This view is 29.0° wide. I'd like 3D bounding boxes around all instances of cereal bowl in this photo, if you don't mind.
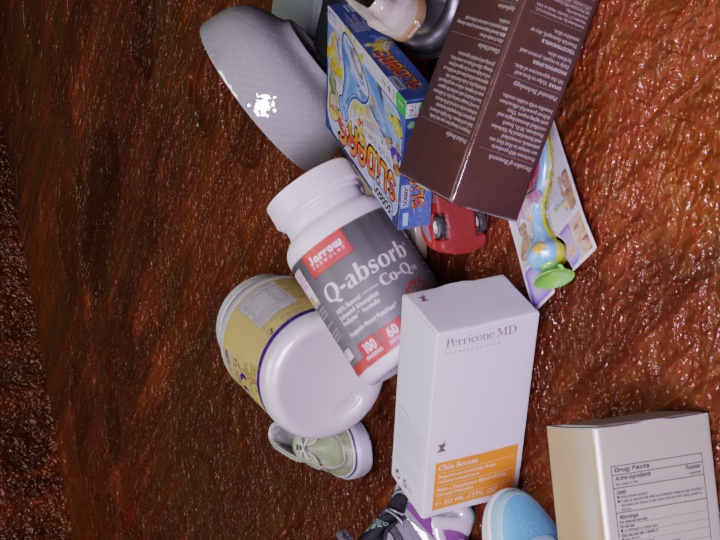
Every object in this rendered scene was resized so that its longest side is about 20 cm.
[{"bbox_3d":[-0.079,-0.207,1.493,0.083,0.200,0.200,-37,48,12],"label":"cereal bowl"}]

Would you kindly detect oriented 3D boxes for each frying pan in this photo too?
[{"bbox_3d":[0.036,-0.272,1.327,0.190,0.031,0.115,29,111,38],"label":"frying pan"}]

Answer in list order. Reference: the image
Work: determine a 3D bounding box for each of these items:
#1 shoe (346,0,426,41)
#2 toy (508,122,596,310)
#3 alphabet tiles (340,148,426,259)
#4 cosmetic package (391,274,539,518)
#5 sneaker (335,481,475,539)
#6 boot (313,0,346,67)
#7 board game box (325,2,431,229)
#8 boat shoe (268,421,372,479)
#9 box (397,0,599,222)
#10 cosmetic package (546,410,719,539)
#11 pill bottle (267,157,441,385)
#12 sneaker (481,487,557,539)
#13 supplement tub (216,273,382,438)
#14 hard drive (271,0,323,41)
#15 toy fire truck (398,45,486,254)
[{"bbox_3d":[0.005,-0.287,1.300,0.070,0.053,0.200,-58,37,28],"label":"shoe"},{"bbox_3d":[0.133,-0.077,1.188,0.115,0.047,0.201,125,135,-54],"label":"toy"},{"bbox_3d":[0.023,-0.050,1.457,0.200,0.015,0.196,-131,33,-53],"label":"alphabet tiles"},{"bbox_3d":[0.090,0.112,1.230,0.071,0.101,0.201,-130,35,-52],"label":"cosmetic package"},{"bbox_3d":[0.038,0.231,1.340,0.078,0.139,0.201,136,125,-60],"label":"sneaker"},{"bbox_3d":[-0.016,-0.306,1.455,0.198,0.073,0.163,48,135,45],"label":"boot"},{"bbox_3d":[0.017,-0.149,1.305,0.200,0.034,0.136,-123,28,-49],"label":"board game box"},{"bbox_3d":[-0.048,0.207,1.629,0.200,0.062,0.072,176,89,-65],"label":"boat shoe"},{"bbox_3d":[0.111,-0.151,1.127,0.100,0.075,0.201,36,107,60],"label":"box"},{"bbox_3d":[0.203,0.206,1.011,0.071,0.105,0.201,168,98,-66],"label":"cosmetic package"},{"bbox_3d":[0.000,0.000,1.346,0.200,0.116,0.116,57,150,9],"label":"pill bottle"},{"bbox_3d":[0.174,0.253,1.120,0.201,0.079,0.131,65,152,19],"label":"sneaker"},{"bbox_3d":[-0.074,0.089,1.566,0.200,0.145,0.146,-147,56,-61],"label":"supplement tub"},{"bbox_3d":[-0.064,-0.310,1.611,0.140,0.033,0.201,-129,41,-52],"label":"hard drive"},{"bbox_3d":[0.065,-0.117,1.324,0.141,0.049,0.201,-167,68,-74],"label":"toy fire truck"}]
